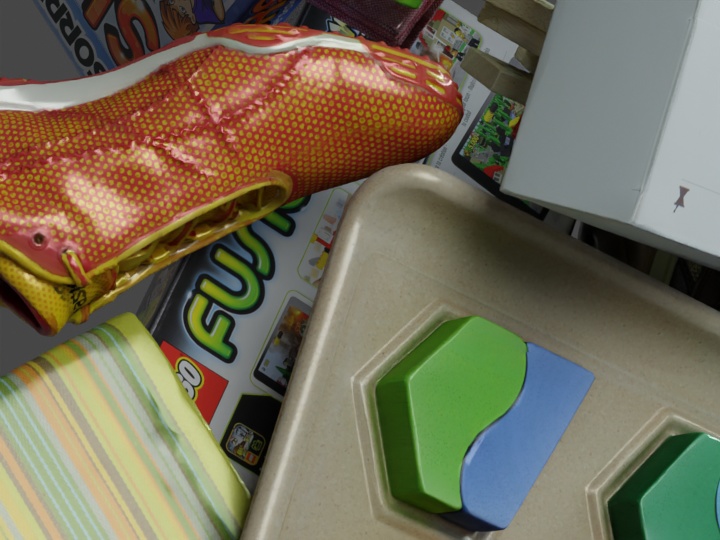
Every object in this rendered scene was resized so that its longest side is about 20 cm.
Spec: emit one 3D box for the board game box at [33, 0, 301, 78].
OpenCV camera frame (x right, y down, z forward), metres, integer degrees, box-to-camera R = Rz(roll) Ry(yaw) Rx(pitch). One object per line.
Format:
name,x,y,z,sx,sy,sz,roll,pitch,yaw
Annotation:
board game box,-0.083,-0.152,0.880,0.034,0.135,0.200,-27,79,-36

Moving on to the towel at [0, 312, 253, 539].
towel,-0.119,0.089,0.781,0.200,0.018,0.086,-28,83,-28

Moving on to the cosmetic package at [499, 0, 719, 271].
cosmetic package,0.132,-0.070,0.867,0.200,0.052,0.151,17,87,-52

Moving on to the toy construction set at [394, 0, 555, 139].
toy construction set,0.062,-0.135,0.873,0.131,0.092,0.200,15,92,-51

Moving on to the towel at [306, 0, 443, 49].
towel,0.014,-0.176,0.950,0.144,0.023,0.200,34,73,18

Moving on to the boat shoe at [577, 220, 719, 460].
boat shoe,0.097,0.016,0.932,0.065,0.073,0.200,31,57,-13

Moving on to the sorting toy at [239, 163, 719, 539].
sorting toy,0.051,0.094,0.832,0.185,0.036,0.200,26,75,-26

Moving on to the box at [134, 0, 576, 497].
box,0.000,0.000,0.909,0.110,0.035,0.200,33,53,-11

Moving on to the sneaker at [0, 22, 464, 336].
sneaker,-0.067,-0.020,0.840,0.200,0.073,0.077,-11,69,-4
